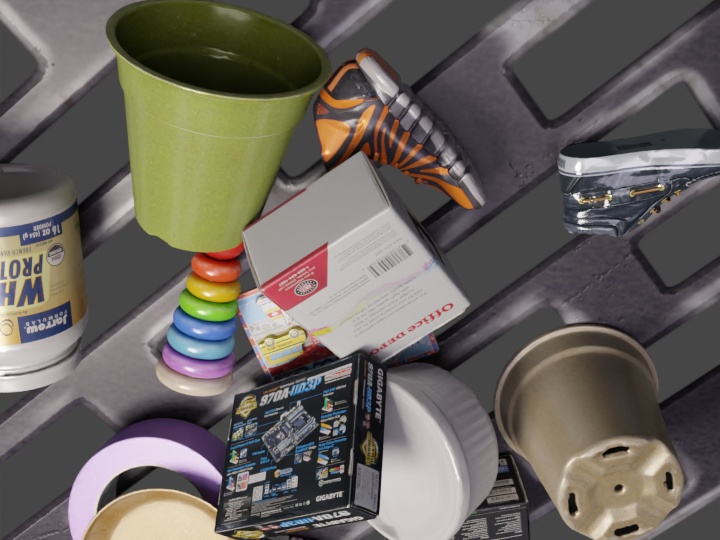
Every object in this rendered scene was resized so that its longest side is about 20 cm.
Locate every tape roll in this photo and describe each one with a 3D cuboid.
[{"bbox_3d":[-0.233,0.278,1.040,0.199,0.066,0.201,1,100,6],"label":"tape roll"}]

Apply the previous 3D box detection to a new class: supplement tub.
[{"bbox_3d":[-0.352,0.006,0.897,0.144,0.145,0.201,0,114,-3],"label":"supplement tub"}]

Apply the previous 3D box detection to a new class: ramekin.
[{"bbox_3d":[0.062,0.195,0.984,0.094,0.202,0.203,-20,122,-41],"label":"ramekin"}]

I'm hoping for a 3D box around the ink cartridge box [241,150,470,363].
[{"bbox_3d":[0.000,0.000,0.886,0.145,0.083,0.200,-32,141,10],"label":"ink cartridge box"}]

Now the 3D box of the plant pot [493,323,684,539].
[{"bbox_3d":[0.263,0.190,0.989,0.199,0.184,0.201,-1,114,-3],"label":"plant pot"}]

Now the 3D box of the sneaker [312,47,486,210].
[{"bbox_3d":[0.033,-0.118,0.907,0.112,0.078,0.200,-40,99,18],"label":"sneaker"}]

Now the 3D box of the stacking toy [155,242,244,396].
[{"bbox_3d":[-0.162,0.030,0.961,0.085,0.085,0.201,12,106,-8],"label":"stacking toy"}]

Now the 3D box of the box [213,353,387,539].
[{"bbox_3d":[-0.064,0.188,0.930,0.199,0.160,0.046,-23,140,36],"label":"box"}]

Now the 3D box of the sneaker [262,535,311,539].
[{"bbox_3d":[-0.126,0.371,1.101,0.199,0.088,0.074,14,113,-8],"label":"sneaker"}]

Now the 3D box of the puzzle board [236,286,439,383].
[{"bbox_3d":[-0.027,0.062,1.008,0.199,0.017,0.151,-20,114,5],"label":"puzzle board"}]

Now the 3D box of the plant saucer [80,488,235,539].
[{"bbox_3d":[-0.215,0.331,0.997,0.199,0.035,0.201,1,100,5],"label":"plant saucer"}]

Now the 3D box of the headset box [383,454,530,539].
[{"bbox_3d":[0.119,0.346,1.098,0.173,0.093,0.201,-9,116,1],"label":"headset box"}]

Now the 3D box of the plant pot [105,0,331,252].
[{"bbox_3d":[-0.144,-0.127,0.842,0.199,0.200,0.191,11,126,-8],"label":"plant pot"}]

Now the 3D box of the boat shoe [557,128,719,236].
[{"bbox_3d":[0.307,-0.091,0.932,0.199,0.071,0.091,-5,116,7],"label":"boat shoe"}]
